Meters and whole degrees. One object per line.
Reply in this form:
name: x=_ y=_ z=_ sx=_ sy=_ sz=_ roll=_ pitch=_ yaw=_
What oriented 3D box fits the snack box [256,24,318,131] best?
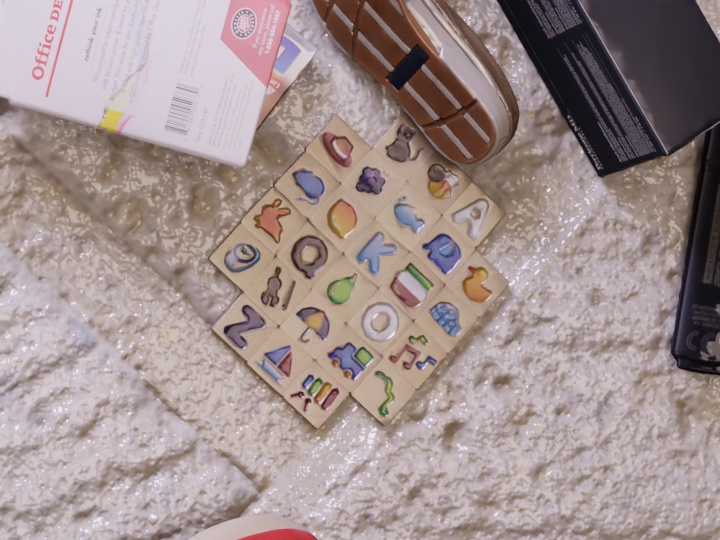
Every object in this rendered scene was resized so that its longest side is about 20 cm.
snack box: x=-0.128 y=-0.181 z=1.756 sx=0.200 sy=0.024 sz=0.072 roll=38 pitch=82 yaw=-8

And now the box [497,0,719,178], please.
box: x=0.160 y=-0.172 z=1.767 sx=0.079 sy=0.141 sz=0.200 roll=-31 pitch=94 yaw=-16

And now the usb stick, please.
usb stick: x=0.255 y=-0.028 z=1.832 sx=0.055 sy=0.033 sz=0.201 roll=9 pitch=83 yaw=8

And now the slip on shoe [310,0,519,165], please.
slip on shoe: x=0.037 y=-0.162 z=1.781 sx=0.200 sy=0.076 sz=0.061 roll=49 pitch=37 yaw=2

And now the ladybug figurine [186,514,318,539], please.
ladybug figurine: x=-0.084 y=0.234 z=1.687 sx=0.200 sy=0.072 sz=0.136 roll=-34 pitch=125 yaw=-31

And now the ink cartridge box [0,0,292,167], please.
ink cartridge box: x=-0.155 y=-0.151 z=1.707 sx=0.199 sy=0.068 sz=0.117 roll=16 pitch=100 yaw=-6

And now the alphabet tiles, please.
alphabet tiles: x=0.000 y=0.000 z=1.785 sx=0.166 sy=0.006 sz=0.200 roll=43 pitch=78 yaw=-7
